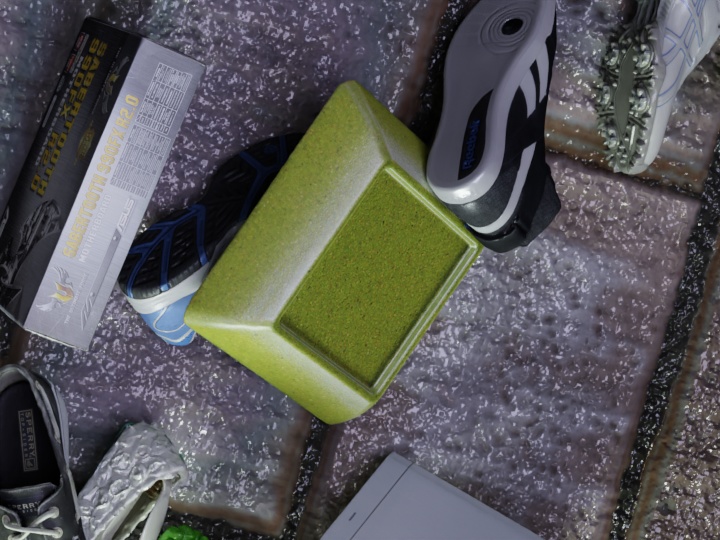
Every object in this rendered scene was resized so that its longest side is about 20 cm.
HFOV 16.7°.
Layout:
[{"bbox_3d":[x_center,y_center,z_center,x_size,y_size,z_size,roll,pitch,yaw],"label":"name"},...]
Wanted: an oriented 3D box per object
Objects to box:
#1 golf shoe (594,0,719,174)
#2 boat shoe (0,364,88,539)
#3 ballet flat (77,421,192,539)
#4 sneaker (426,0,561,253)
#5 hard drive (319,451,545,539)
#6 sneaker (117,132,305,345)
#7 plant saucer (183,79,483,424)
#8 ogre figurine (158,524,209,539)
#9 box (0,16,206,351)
[{"bbox_3d":[0.231,-0.165,1.778,0.097,0.078,0.201,5,99,-26],"label":"golf shoe"},{"bbox_3d":[-0.221,0.162,1.636,0.070,0.064,0.201,-13,74,2],"label":"boat shoe"},{"bbox_3d":[-0.186,0.196,1.688,0.072,0.072,0.201,35,87,-22],"label":"ballet flat"},{"bbox_3d":[0.107,-0.102,1.735,0.112,0.073,0.201,53,47,-42],"label":"sneaker"},{"bbox_3d":[0.068,0.224,1.723,0.132,0.199,0.027,-48,157,-31],"label":"hard drive"},{"bbox_3d":[-0.078,-0.025,1.703,0.199,0.076,0.077,-33,135,-13],"label":"sneaker"},{"bbox_3d":[0.000,0.000,1.692,0.201,0.048,0.200,-55,139,-3],"label":"plant saucer"},{"bbox_3d":[-0.068,0.269,1.673,0.098,0.120,0.200,-21,117,31],"label":"ogre figurine"},{"bbox_3d":[-0.180,-0.060,1.604,0.048,0.158,0.201,22,93,-22],"label":"box"}]
